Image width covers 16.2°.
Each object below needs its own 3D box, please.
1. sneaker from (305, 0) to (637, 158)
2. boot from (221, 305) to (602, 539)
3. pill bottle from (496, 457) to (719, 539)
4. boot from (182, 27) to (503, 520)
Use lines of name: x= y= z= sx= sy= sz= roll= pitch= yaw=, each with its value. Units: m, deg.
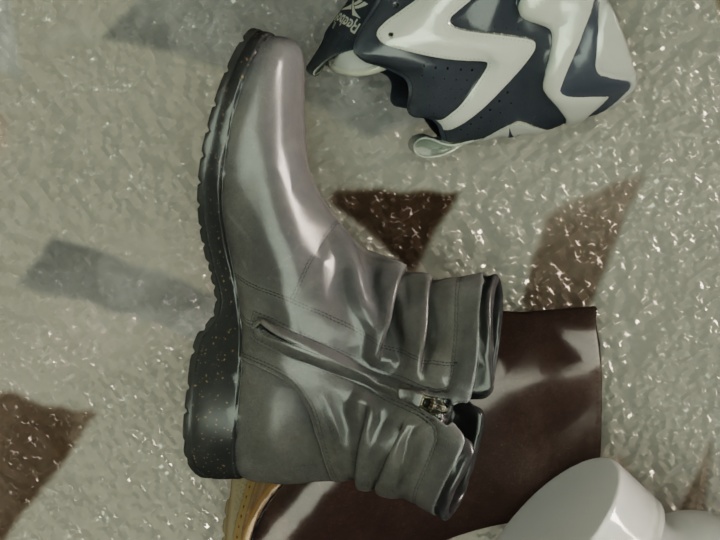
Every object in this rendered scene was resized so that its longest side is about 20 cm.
sneaker: x=0.024 y=-0.140 z=1.096 sx=0.129 sy=0.079 sz=0.200 roll=-25 pitch=106 yaw=-3
boot: x=0.024 y=0.108 z=1.133 sx=0.166 sy=0.072 sz=0.201 roll=3 pitch=94 yaw=4
pill bottle: x=0.150 y=0.175 z=1.103 sx=0.112 sy=0.112 sz=0.200 roll=-43 pitch=106 yaw=7
boot: x=0.000 y=0.000 z=1.078 sx=0.131 sy=0.070 sz=0.201 roll=5 pitch=97 yaw=16
